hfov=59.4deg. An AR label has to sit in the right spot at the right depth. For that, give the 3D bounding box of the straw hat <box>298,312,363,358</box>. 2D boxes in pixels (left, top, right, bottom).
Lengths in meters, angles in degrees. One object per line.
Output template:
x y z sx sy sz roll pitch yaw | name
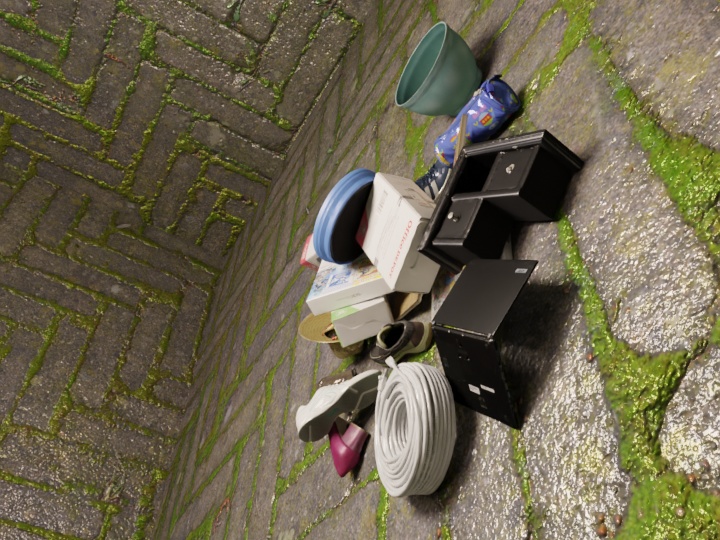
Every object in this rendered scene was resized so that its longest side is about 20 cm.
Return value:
-0.034 0.146 1.384 0.201 0.200 0.086 -126 20 -68 | straw hat

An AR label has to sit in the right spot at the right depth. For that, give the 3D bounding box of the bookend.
0.210 -0.097 0.980 0.198 0.092 0.201 8 70 63 | bookend

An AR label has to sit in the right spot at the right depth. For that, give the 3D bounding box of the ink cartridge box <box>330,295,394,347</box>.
0.000 0.069 1.321 0.116 0.068 0.200 -22 20 4 | ink cartridge box

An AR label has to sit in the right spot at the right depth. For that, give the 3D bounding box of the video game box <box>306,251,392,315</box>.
0.000 0.000 1.304 0.199 0.047 0.183 -18 26 21 | video game box

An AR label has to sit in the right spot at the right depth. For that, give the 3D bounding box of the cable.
0.079 0.243 0.973 0.200 0.069 0.202 -177 97 -73 | cable

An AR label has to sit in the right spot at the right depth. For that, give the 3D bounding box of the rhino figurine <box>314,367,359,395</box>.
-0.040 0.251 1.331 0.200 0.060 0.088 -31 31 54 | rhino figurine

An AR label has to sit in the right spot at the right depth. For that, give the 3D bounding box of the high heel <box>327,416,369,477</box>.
-0.059 0.337 1.259 0.097 0.067 0.200 -59 21 -14 | high heel

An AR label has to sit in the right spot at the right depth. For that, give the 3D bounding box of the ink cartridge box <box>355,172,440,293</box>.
0.077 -0.070 1.158 0.200 0.082 0.147 56 133 52 | ink cartridge box

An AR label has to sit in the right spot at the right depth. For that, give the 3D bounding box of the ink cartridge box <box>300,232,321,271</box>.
-0.044 -0.047 1.558 0.200 0.145 0.085 -30 41 60 | ink cartridge box

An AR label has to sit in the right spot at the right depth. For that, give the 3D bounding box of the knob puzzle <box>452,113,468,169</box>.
0.185 -0.184 1.157 0.220 0.030 0.222 8 -90 -84 | knob puzzle

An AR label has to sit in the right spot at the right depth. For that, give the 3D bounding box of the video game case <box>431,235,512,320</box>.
0.189 -0.025 1.105 0.200 0.023 0.183 -48 26 43 | video game case

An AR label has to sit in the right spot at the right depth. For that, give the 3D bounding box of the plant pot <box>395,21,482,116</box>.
0.187 -0.431 1.418 0.201 0.133 0.201 -52 24 35 | plant pot

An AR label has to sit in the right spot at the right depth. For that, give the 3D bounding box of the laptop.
0.187 0.095 0.903 0.177 0.103 0.202 4 112 70 | laptop

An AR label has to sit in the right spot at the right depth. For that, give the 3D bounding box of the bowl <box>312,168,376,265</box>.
-0.013 -0.101 1.248 0.200 0.039 0.201 -42 -30 -31 | bowl

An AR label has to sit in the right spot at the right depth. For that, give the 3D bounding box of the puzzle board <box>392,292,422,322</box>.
0.111 -0.002 1.264 0.151 0.017 0.201 127 160 -62 | puzzle board

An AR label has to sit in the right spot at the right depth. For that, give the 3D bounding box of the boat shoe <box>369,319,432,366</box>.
0.062 0.130 1.193 0.201 0.066 0.072 -32 39 58 | boat shoe

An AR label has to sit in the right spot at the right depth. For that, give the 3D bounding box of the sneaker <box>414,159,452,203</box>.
0.127 -0.170 1.345 0.201 0.084 0.075 -64 19 6 | sneaker

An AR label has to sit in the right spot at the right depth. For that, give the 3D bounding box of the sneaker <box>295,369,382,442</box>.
-0.046 0.246 1.230 0.200 0.071 0.080 -33 31 -1 | sneaker

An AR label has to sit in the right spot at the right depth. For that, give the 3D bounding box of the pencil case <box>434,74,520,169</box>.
0.221 -0.285 1.232 0.200 0.086 0.079 -46 31 47 | pencil case
